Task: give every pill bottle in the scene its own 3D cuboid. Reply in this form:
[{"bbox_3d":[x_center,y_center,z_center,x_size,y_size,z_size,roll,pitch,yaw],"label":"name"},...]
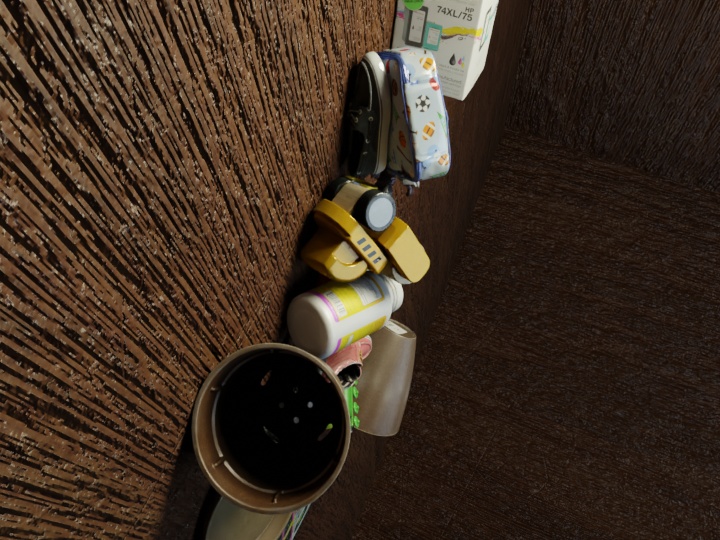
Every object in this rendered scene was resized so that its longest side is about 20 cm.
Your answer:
[{"bbox_3d":[-0.018,0.062,1.139,0.198,0.103,0.106,-22,134,-45],"label":"pill bottle"}]

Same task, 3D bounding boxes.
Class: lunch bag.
[{"bbox_3d":[0.071,-0.237,1.086,0.160,0.074,0.205,-138,-144,-62],"label":"lunch bag"}]

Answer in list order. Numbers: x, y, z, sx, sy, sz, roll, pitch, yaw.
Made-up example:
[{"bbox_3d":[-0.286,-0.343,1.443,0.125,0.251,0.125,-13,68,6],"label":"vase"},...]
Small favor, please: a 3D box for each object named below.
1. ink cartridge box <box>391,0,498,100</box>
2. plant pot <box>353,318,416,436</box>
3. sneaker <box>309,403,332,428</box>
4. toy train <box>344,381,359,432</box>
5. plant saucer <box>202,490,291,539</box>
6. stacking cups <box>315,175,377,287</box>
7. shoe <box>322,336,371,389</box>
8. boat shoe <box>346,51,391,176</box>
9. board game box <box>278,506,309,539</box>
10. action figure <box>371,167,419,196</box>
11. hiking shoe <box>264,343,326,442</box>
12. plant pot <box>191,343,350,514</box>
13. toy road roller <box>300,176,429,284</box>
[{"bbox_3d":[0.145,-0.427,1.186,0.147,0.144,0.203,-57,161,-45],"label":"ink cartridge box"},{"bbox_3d":[0.037,0.209,1.491,0.204,0.184,0.187,-67,169,13],"label":"plant pot"},{"bbox_3d":[-0.085,0.228,1.350,0.201,0.074,0.107,83,10,-61],"label":"sneaker"},{"bbox_3d":[-0.030,0.216,1.372,0.057,0.041,0.204,60,21,-49],"label":"toy train"},{"bbox_3d":[-0.171,0.370,1.090,0.198,0.029,0.205,-29,128,-44],"label":"plant saucer"},{"bbox_3d":[-0.026,-0.051,1.177,0.060,0.059,0.205,-23,130,-73],"label":"stacking cups"},{"bbox_3d":[-0.023,0.166,1.285,0.198,0.090,0.073,-3,120,-53],"label":"shoe"},{"bbox_3d":[0.008,-0.228,1.070,0.056,0.069,0.203,-20,135,-20],"label":"boat shoe"},{"bbox_3d":[-0.147,0.448,1.373,0.148,0.063,0.203,-58,161,-47],"label":"board game box"},{"bbox_3d":[0.041,-0.144,1.237,0.130,0.068,0.204,29,-83,60],"label":"action figure"},{"bbox_3d":[-0.114,0.199,1.164,0.203,0.075,0.101,-62,175,-4],"label":"hiking shoe"},{"bbox_3d":[-0.101,0.192,0.944,0.198,0.196,0.205,15,94,-85],"label":"plant pot"},{"bbox_3d":[-0.002,-0.034,1.084,0.147,0.122,0.200,-49,128,-10],"label":"toy road roller"}]
